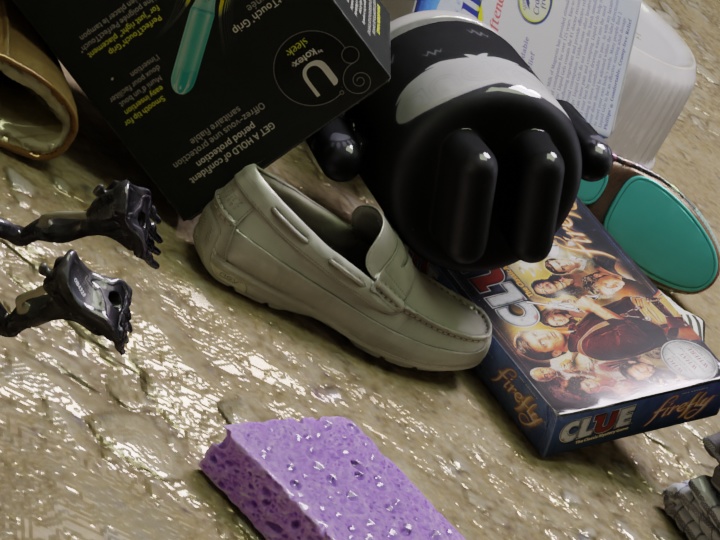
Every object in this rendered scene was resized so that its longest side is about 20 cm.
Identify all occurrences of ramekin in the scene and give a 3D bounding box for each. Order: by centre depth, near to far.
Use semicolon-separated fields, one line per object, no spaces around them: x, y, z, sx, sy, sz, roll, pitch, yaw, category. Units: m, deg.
0.170;-0.167;2.098;0.199;0.105;0.200;30;21;-13;ramekin

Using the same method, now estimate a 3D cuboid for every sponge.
0.021;0.148;1.285;0.200;0.030;0.111;45;22;24;sponge

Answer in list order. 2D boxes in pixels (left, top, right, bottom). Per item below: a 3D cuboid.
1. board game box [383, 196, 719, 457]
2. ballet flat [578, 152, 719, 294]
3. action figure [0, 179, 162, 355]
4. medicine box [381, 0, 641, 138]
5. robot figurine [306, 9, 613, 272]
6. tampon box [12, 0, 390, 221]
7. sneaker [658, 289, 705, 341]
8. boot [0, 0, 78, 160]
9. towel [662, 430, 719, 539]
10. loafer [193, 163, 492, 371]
0.116;0.023;1.629;0.135;0.035;0.200;-11;46;-32;board game box
0.175;-0.054;1.931;0.199;0.069;0.071;32;1;-8;ballet flat
-0.191;0.006;1.156;0.199;0.102;0.119;0;51;11;action figure
0.053;-0.165;1.801;0.199;0.104;0.182;16;-5;-41;medicine box
0.059;-0.075;1.589;0.150;0.125;0.200;39;10;-30;robot figurine
-0.097;-0.163;1.512;0.200;0.149;0.126;53;13;-18;tampon box
0.154;0.013;1.762;0.115;0.076;0.201;32;17;-52;sneaker
-0.238;-0.162;1.499;0.174;0.066;0.200;26;24;-23;boot
0.298;0.163;1.556;0.165;0.086;0.200;2;37;-33;towel
0.000;0.000;1.513;0.199;0.070;0.070;23;24;-31;loafer
